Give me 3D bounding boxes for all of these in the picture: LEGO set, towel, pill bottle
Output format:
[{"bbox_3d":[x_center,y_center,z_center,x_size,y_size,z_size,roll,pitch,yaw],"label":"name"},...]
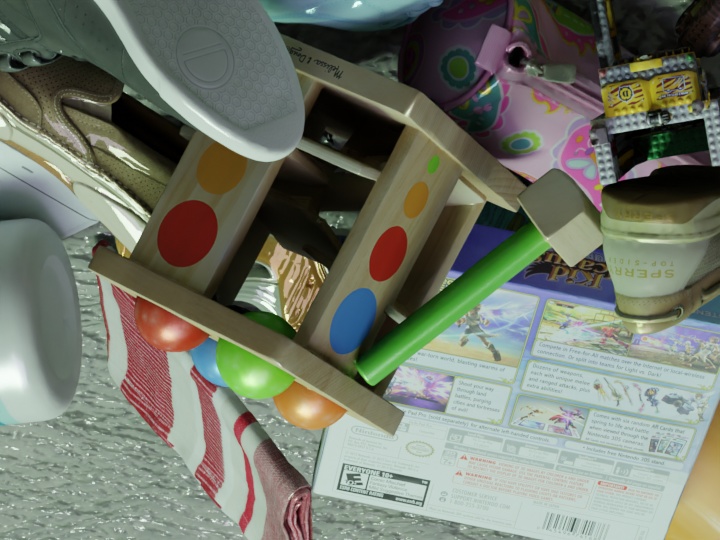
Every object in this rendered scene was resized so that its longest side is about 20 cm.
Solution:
[{"bbox_3d":[0.171,-0.112,1.082,0.198,0.155,0.116,-1,-172,13],"label":"LEGO set"},{"bbox_3d":[-0.094,0.089,1.419,0.023,0.200,0.144,-33,155,-19],"label":"towel"},{"bbox_3d":[-0.260,0.035,1.335,0.198,0.112,0.111,-5,149,9],"label":"pill bottle"}]

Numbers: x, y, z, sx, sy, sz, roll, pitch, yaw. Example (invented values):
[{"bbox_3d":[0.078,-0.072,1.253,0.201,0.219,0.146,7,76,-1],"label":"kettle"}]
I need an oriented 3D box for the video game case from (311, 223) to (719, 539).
[{"bbox_3d":[0.086,0.063,1.297,0.198,0.046,0.182,12,132,-2],"label":"video game case"}]

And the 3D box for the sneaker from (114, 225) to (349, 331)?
[{"bbox_3d":[-0.042,-0.012,1.333,0.199,0.088,0.076,25,111,-23],"label":"sneaker"}]

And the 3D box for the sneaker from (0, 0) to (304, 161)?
[{"bbox_3d":[-0.116,-0.112,1.115,0.200,0.071,0.099,41,145,-6],"label":"sneaker"}]

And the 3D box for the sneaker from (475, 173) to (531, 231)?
[{"bbox_3d":[0.066,-0.034,1.330,0.079,0.078,0.200,-24,150,1],"label":"sneaker"}]

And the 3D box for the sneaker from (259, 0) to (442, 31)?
[{"bbox_3d":[0.022,-0.149,1.121,0.198,0.074,0.082,3,153,20],"label":"sneaker"}]

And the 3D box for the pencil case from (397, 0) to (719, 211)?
[{"bbox_3d":[0.109,-0.080,1.217,0.199,0.088,0.087,26,141,-37],"label":"pencil case"}]

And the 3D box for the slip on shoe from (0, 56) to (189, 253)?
[{"bbox_3d":[-0.141,-0.081,1.202,0.060,0.076,0.200,-40,107,20],"label":"slip on shoe"}]

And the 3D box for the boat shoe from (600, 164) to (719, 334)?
[{"bbox_3d":[0.166,-0.014,1.144,0.073,0.064,0.200,5,-172,24],"label":"boat shoe"}]

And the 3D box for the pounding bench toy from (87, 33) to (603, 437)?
[{"bbox_3d":[0.000,0.000,1.142,0.199,0.157,0.124,24,174,33],"label":"pounding bench toy"}]

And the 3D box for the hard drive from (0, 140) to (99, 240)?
[{"bbox_3d":[-0.247,-0.034,1.353,0.199,0.027,0.132,-23,143,34],"label":"hard drive"}]

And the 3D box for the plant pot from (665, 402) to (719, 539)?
[{"bbox_3d":[0.217,0.096,1.432,0.183,0.201,0.200,31,140,-17],"label":"plant pot"}]

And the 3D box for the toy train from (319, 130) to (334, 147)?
[{"bbox_3d":[-0.090,-0.104,1.228,0.046,0.034,0.199,-23,142,39],"label":"toy train"}]
